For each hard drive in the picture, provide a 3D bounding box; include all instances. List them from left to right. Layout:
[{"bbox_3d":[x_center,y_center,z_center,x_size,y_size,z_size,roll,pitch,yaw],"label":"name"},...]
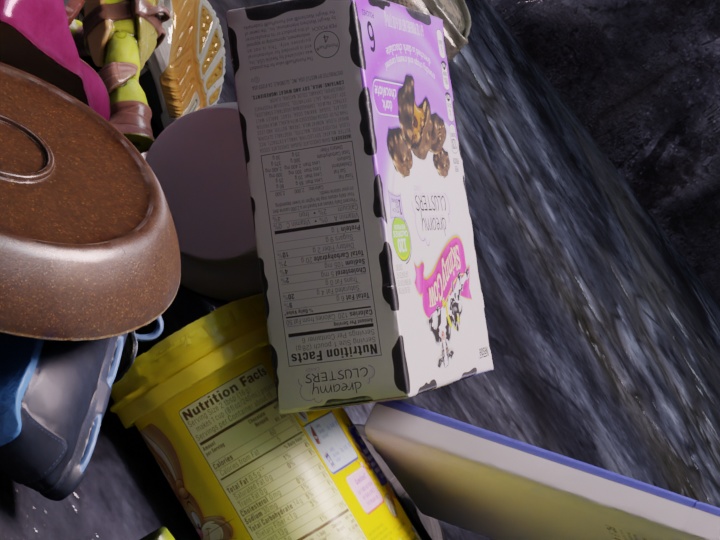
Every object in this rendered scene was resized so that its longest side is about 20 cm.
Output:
[{"bbox_3d":[0.110,0.130,1.043,0.200,0.025,0.132,17,-21,26],"label":"hard drive"}]

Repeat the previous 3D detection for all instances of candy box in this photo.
[{"bbox_3d":[0.003,-0.034,1.008,0.168,0.071,0.200,-7,89,-72],"label":"candy box"}]

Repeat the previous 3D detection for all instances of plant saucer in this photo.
[{"bbox_3d":[-0.166,-0.044,0.865,0.200,0.035,0.200,24,27,-13],"label":"plant saucer"}]

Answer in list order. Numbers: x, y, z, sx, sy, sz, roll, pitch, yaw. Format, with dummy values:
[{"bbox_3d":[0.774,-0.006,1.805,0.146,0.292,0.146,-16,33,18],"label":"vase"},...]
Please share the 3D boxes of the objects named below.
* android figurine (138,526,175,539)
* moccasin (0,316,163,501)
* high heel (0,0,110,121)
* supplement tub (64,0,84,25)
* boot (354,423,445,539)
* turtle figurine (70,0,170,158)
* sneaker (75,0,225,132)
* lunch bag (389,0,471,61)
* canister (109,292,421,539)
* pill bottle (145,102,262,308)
[{"bbox_3d":[-0.048,0.212,0.865,0.200,0.041,0.182,54,14,-8],"label":"android figurine"},{"bbox_3d":[-0.142,0.034,0.908,0.068,0.080,0.200,55,28,-25],"label":"moccasin"},{"bbox_3d":[-0.171,-0.088,0.989,0.200,0.067,0.096,82,7,-46],"label":"high heel"},{"bbox_3d":[-0.229,-0.187,1.002,0.107,0.107,0.200,63,16,23],"label":"supplement tub"},{"bbox_3d":[0.031,0.175,1.167,0.200,0.070,0.132,65,11,14],"label":"boot"},{"bbox_3d":[-0.146,-0.133,1.145,0.064,0.200,0.162,1,71,-22],"label":"turtle figurine"},{"bbox_3d":[-0.152,-0.166,1.278,0.200,0.088,0.076,72,35,-46],"label":"sneaker"},{"bbox_3d":[0.009,-0.205,1.709,0.118,0.164,0.200,48,16,-12],"label":"lunch bag"},{"bbox_3d":[-0.037,0.119,1.018,0.200,0.086,0.149,59,13,4],"label":"canister"},{"bbox_3d":[-0.066,-0.034,1.116,0.112,0.111,0.200,59,1,9],"label":"pill bottle"}]
